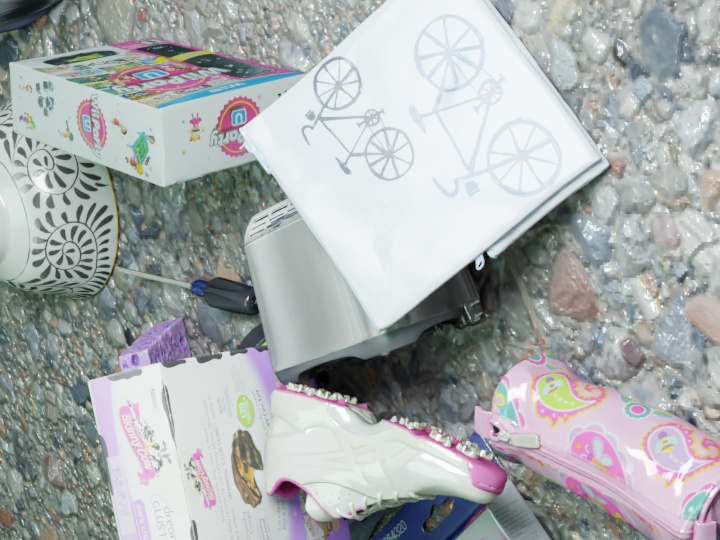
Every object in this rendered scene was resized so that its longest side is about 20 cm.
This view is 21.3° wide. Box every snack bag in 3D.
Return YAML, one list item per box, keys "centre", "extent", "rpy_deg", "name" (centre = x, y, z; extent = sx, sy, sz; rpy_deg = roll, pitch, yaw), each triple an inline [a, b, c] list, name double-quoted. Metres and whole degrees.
- centre: [0.039, -0.082, 1.291]
  extent: [0.200, 0.021, 0.189]
  rpy_deg: [-39, 74, 12]
  name: "snack bag"

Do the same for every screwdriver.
- centre: [-0.154, 0.013, 1.628]
  extent: [0.199, 0.029, 0.028]
  rpy_deg: [9, 112, 42]
  name: "screwdriver"

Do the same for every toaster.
- centre: [0.000, 0.000, 1.382]
  extent: [0.199, 0.113, 0.130]
  rpy_deg: [-22, 86, 53]
  name: "toaster"

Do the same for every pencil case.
- centre: [0.170, 0.124, 1.257]
  extent: [0.199, 0.087, 0.088]
  rpy_deg: [27, 125, 39]
  name: "pencil case"

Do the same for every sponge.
- centre: [-0.156, 0.152, 1.636]
  extent: [0.029, 0.112, 0.202]
  rpy_deg: [-11, 100, 12]
  name: "sponge"

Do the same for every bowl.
- centre: [-0.316, -0.060, 1.741]
  extent: [0.200, 0.094, 0.203]
  rpy_deg: [22, 121, 43]
  name: "bowl"

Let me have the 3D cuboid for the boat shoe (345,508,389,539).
- centre: [-0.028, 0.194, 1.539]
  extent: [0.200, 0.073, 0.067]
  rpy_deg: [-49, 63, 34]
  name: "boat shoe"

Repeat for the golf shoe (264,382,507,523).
- centre: [0.013, 0.143, 1.343]
  extent: [0.199, 0.075, 0.093]
  rpy_deg: [15, 86, 37]
  name: "golf shoe"

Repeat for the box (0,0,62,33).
- centre: [-0.334, -0.268, 1.589]
  extent: [0.198, 0.199, 0.124]
  rpy_deg: [-21, 89, 51]
  name: "box"

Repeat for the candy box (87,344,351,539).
- centre: [-0.099, 0.146, 1.409]
  extent: [0.071, 0.199, 0.170]
  rpy_deg: [-13, 86, 31]
  name: "candy box"

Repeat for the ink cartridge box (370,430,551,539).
- centre: [0.087, 0.254, 1.445]
  extent: [0.201, 0.043, 0.197]
  rpy_deg: [55, 139, 16]
  name: "ink cartridge box"

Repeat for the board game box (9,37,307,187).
- centre: [-0.157, -0.127, 1.484]
  extent: [0.199, 0.147, 0.065]
  rpy_deg: [20, 118, 43]
  name: "board game box"

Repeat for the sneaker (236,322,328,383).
- centre: [-0.081, 0.127, 1.562]
  extent: [0.083, 0.071, 0.201]
  rpy_deg: [47, 136, 24]
  name: "sneaker"
